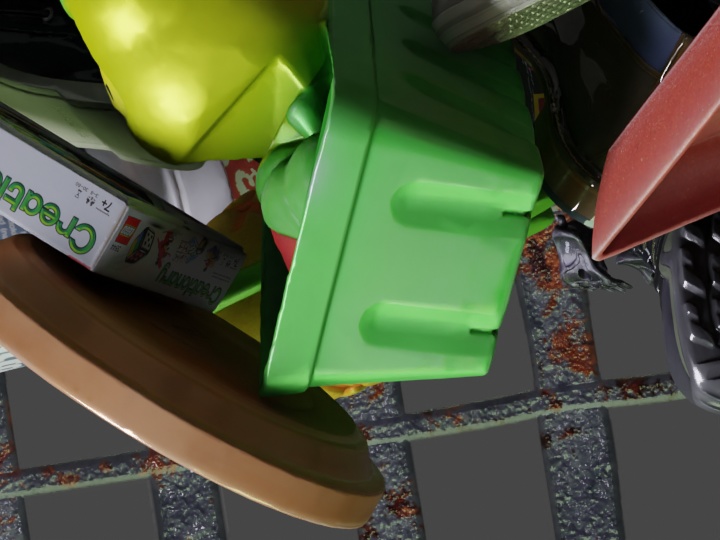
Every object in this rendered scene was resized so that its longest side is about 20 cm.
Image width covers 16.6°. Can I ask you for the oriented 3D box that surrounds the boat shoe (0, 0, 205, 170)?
[{"bbox_3d":[-0.141,-0.101,1.135,0.199,0.066,0.075,13,155,35],"label":"boat shoe"}]

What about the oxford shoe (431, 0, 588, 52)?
[{"bbox_3d":[0.111,-0.151,0.965,0.199,0.058,0.075,-24,172,16],"label":"oxford shoe"}]

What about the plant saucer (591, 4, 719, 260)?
[{"bbox_3d":[0.192,-0.095,0.946,0.200,0.037,0.200,-21,160,-31],"label":"plant saucer"}]

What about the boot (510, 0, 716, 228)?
[{"bbox_3d":[0.112,-0.118,1.068,0.074,0.200,0.097,13,132,-24],"label":"boot"}]

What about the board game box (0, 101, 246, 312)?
[{"bbox_3d":[-0.155,-0.051,1.038,0.200,0.035,0.126,31,-178,21],"label":"board game box"}]

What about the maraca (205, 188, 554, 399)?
[{"bbox_3d":[0.000,0.000,1.168,0.199,0.107,0.137,-20,171,-4],"label":"maraca"}]

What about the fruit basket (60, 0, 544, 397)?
[{"bbox_3d":[-0.035,-0.058,1.001,0.215,0.156,0.216,12,-157,-5],"label":"fruit basket"}]

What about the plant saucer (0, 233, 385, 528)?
[{"bbox_3d":[-0.075,0.039,1.009,0.200,0.032,0.200,32,-175,-3],"label":"plant saucer"}]

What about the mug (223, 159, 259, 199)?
[{"bbox_3d":[-0.018,-0.096,1.306,0.133,0.178,0.200,9,157,-17],"label":"mug"}]

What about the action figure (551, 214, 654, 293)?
[{"bbox_3d":[0.169,-0.082,1.430,0.119,0.201,0.102,-4,156,37],"label":"action figure"}]

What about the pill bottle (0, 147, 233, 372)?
[{"bbox_3d":[-0.167,-0.013,1.204,0.199,0.120,0.120,-12,-178,-22],"label":"pill bottle"}]

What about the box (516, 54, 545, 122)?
[{"bbox_3d":[0.141,-0.116,1.265,0.114,0.133,0.200,-12,180,17],"label":"box"}]

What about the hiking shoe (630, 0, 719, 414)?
[{"bbox_3d":[0.157,-0.016,1.072,0.075,0.201,0.101,11,147,-7],"label":"hiking shoe"}]
